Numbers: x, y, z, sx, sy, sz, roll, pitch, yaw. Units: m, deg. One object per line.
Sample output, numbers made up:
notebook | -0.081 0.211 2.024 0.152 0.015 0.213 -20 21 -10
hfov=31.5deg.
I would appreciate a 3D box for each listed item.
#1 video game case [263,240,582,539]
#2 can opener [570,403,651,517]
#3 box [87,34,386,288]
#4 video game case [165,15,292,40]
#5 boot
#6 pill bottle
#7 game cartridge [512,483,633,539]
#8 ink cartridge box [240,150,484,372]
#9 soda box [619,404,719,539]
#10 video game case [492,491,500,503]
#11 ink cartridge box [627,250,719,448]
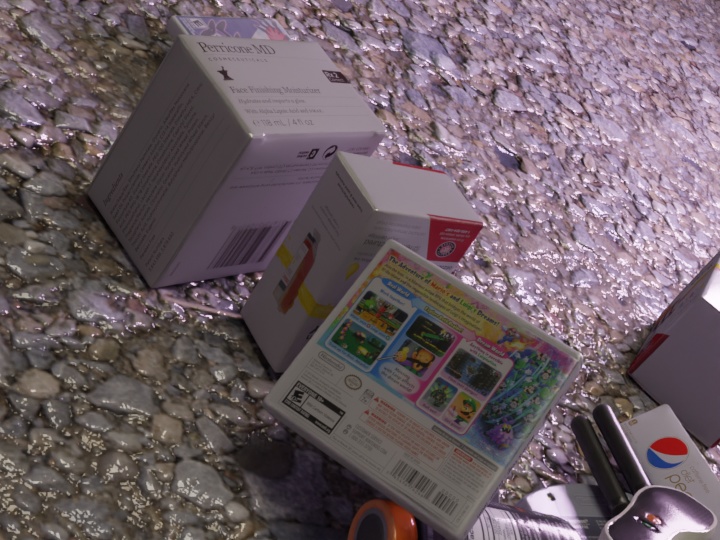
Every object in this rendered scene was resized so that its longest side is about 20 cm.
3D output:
video game case | 0.051 0.092 1.041 0.199 0.024 0.183 31 70 22
can opener | 0.274 0.231 1.286 0.067 0.053 0.201 54 12 -48
box | -0.117 -0.105 1.215 0.198 0.201 0.131 -10 55 -51
video game case | -0.106 -0.221 1.478 0.181 0.023 0.201 -12 57 -51
boot | 0.248 0.282 1.161 0.072 0.146 0.199 31 23 30
pill bottle | 0.086 0.243 1.070 0.198 0.107 0.107 18 36 -30
game cartridge | 0.238 0.273 1.258 0.198 0.041 0.134 11 44 -38
ink cartridge box | 0.000 0.000 1.196 0.144 0.201 0.084 5 40 -42
soda box | 0.338 0.233 1.328 0.201 0.063 0.069 -113 180 -56
video game case | 0.084 0.120 1.171 0.023 0.201 0.183 -18 52 -7
ink cartridge box | 0.453 0.092 1.610 0.144 0.146 0.200 42 30 6
